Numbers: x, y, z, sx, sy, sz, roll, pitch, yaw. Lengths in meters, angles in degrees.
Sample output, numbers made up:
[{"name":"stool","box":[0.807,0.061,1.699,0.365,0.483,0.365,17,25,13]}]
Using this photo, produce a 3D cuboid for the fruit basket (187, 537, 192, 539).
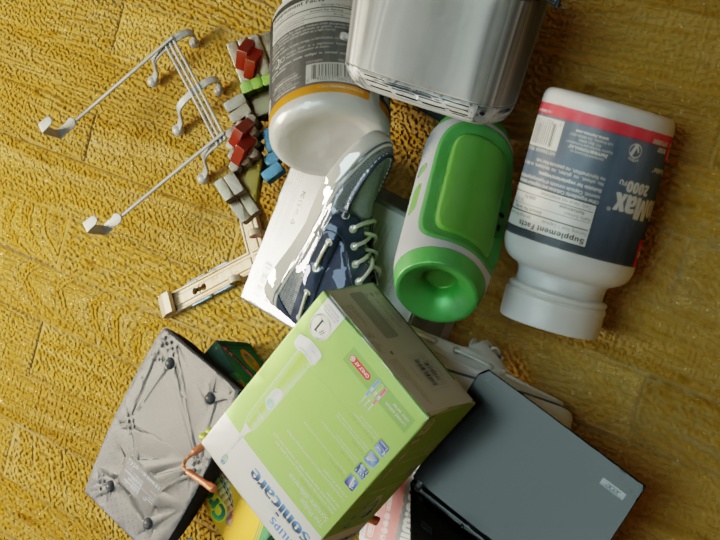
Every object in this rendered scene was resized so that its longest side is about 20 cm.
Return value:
[{"name":"fruit basket","box":[-0.159,0.397,1.620,0.186,0.093,0.200,-60,41,15]}]

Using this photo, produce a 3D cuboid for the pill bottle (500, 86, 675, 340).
[{"name":"pill bottle","box":[0.191,-0.048,1.431,0.119,0.119,0.202,20,98,36]}]

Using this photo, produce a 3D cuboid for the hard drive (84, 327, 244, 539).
[{"name":"hard drive","box":[-0.193,0.175,1.666,0.135,0.042,0.201,36,106,33]}]

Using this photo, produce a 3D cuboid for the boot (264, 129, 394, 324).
[{"name":"boot","box":[-0.005,-0.025,1.518,0.090,0.073,0.201,42,116,23]}]

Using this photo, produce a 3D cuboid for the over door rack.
[{"name":"over door rack","box":[-0.229,-0.145,1.769,0.199,0.067,0.148,-32,67,7]}]

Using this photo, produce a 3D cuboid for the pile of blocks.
[{"name":"pile of blocks","box":[-0.103,-0.149,1.670,0.081,0.062,0.202,3,87,6]}]

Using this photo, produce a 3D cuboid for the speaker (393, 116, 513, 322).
[{"name":"speaker","box":[0.084,-0.051,1.456,0.088,0.089,0.201,-21,35,33]}]

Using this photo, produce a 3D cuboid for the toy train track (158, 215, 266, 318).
[{"name":"toy train track","box":[-0.144,0.003,1.725,0.199,0.032,0.116,-27,71,33]}]

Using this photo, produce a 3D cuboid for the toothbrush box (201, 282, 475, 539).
[{"name":"toothbrush box","box":[-0.022,0.133,1.432,0.146,0.086,0.200,49,116,19]}]

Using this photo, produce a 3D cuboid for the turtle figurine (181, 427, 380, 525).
[{"name":"turtle figurine","box":[-0.056,0.170,1.573,0.199,0.065,0.162,13,56,16]}]

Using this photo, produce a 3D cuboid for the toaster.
[{"name":"toaster","box":[0.079,-0.210,1.456,0.199,0.114,0.130,19,107,17]}]

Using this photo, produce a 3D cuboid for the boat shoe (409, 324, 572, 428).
[{"name":"boat shoe","box":[0.100,0.092,1.481,0.199,0.074,0.066,20,67,-2]}]

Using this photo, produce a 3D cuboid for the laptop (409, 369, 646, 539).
[{"name":"laptop","box":[0.140,0.217,1.449,0.177,0.201,0.103,37,64,24]}]

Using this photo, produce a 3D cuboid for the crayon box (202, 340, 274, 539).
[{"name":"crayon box","box":[-0.117,0.185,1.673,0.119,0.058,0.200,-47,61,23]}]

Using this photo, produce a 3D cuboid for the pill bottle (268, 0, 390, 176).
[{"name":"pill bottle","box":[-0.029,-0.200,1.579,0.116,0.116,0.201,-26,49,32]}]

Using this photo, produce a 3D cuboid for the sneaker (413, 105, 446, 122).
[{"name":"sneaker","box":[0.125,-0.218,1.534,0.106,0.075,0.200,44,114,19]}]

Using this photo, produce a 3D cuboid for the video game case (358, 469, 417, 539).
[{"name":"video game case","box":[0.093,0.212,1.542,0.199,0.017,0.144,14,94,36]}]

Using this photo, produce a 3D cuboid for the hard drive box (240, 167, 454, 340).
[{"name":"hard drive box","box":[0.000,0.000,1.592,0.199,0.077,0.157,30,103,34]}]
